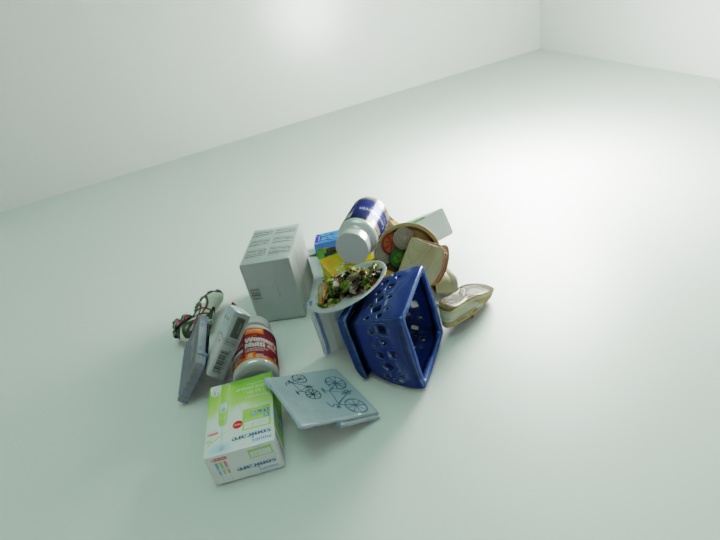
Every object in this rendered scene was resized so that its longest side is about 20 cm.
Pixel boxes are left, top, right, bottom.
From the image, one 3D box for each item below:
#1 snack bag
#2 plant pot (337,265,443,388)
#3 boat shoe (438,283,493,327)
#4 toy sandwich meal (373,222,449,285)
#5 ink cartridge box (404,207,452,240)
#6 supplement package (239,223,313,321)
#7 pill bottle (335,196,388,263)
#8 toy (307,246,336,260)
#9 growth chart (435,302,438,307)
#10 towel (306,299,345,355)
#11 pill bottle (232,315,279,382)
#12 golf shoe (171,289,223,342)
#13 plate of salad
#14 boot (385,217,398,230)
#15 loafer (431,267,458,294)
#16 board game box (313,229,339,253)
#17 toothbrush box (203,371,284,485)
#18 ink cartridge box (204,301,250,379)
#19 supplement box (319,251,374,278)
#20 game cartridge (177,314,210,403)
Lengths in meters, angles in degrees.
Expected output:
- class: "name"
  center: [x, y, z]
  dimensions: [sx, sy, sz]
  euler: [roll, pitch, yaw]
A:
- class: "snack bag"
  center: [-0.085, 0.272, 1.125]
  dimensions: [0.198, 0.022, 0.188]
  euler: [0, 22, -36]
- class: "plant pot"
  center: [0.066, 0.129, 1.212]
  dimensions: [0.177, 0.202, 0.201]
  euler: [-5, 31, 26]
- class: "boat shoe"
  center: [0.261, 0.085, 1.323]
  dimensions: [0.198, 0.067, 0.074]
  euler: [-19, 27, -38]
- class: "toy sandwich meal"
  center: [0.129, -0.030, 1.395]
  dimensions: [0.202, 0.209, 0.070]
  euler: [-6, 0, 11]
- class: "ink cartridge box"
  center: [0.153, -0.103, 1.564]
  dimensions: [0.145, 0.085, 0.199]
  euler: [-27, 5, -23]
- class: "supplement package"
  center: [-0.232, 0.004, 1.517]
  dimensions: [0.145, 0.194, 0.201]
  euler: [-8, 31, 7]
- class: "pill bottle"
  center: [0.004, -0.112, 1.475]
  dimensions: [0.114, 0.117, 0.201]
  euler: [-1, 34, 19]
- class: "toy"
  center: [-0.048, -0.045, 1.602]
  dimensions: [0.198, 0.048, 0.114]
  euler: [-2, -12, -44]
- class: "growth chart"
  center: [0.124, 0.069, 1.365]
  dimensions: [0.198, 0.018, 0.144]
  euler: [13, -4, 33]
- class: "towel"
  center: [-0.023, 0.111, 1.313]
  dimensions: [0.197, 0.149, 0.024]
  euler: [-21, 18, -13]
- class: "pill bottle"
  center: [-0.256, 0.203, 1.291]
  dimensions: [0.108, 0.111, 0.201]
  euler: [-16, 32, -5]
- class: "golf shoe"
  center: [-0.447, 0.136, 1.524]
  dimensions: [0.087, 0.078, 0.200]
  euler: [23, 46, 16]
- class: "plate of salad"
  center: [-0.032, 0.028, 1.227]
  dimensions: [0.198, 0.048, 0.201]
  euler: [-26, 21, 11]
- class: "boot"
  center: [0.043, -0.170, 1.718]
  dimensions: [0.166, 0.199, 0.073]
  euler: [34, 93, 51]
- class: "loafer"
  center: [0.196, 0.000, 1.473]
  dimensions: [0.067, 0.077, 0.200]
  euler: [-16, 32, -17]
- class: "board game box"
  center: [-0.049, -0.102, 1.724]
  dimensions: [0.197, 0.046, 0.152]
  euler: [-12, 16, 0]
- class: "toothbrush box"
  center: [-0.242, 0.325, 1.116]
  dimensions: [0.143, 0.087, 0.201]
  euler: [-14, 33, -3]
- class: "ink cartridge box"
  center: [-0.344, 0.161, 1.314]
  dimensions: [0.199, 0.057, 0.165]
  euler: [17, 84, 59]
- class: "supplement box"
  center: [0.000, 0.000, 1.516]
  dimensions: [0.198, 0.110, 0.109]
  euler: [-24, 32, -16]
- class: "game cartridge"
  center: [-0.413, 0.215, 1.326]
  dimensions: [0.038, 0.130, 0.201]
  euler: [25, 21, -24]
